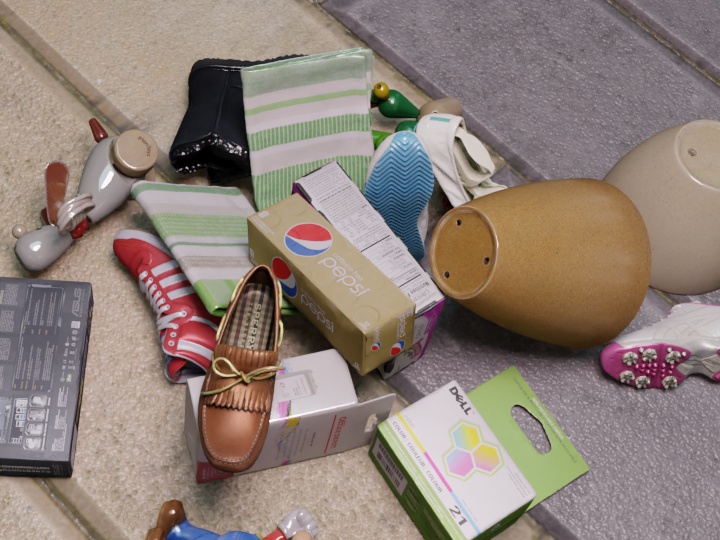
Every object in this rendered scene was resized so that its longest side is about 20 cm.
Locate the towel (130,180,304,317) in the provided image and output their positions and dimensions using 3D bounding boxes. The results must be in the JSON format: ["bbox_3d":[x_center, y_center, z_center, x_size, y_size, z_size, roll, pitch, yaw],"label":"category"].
[{"bbox_3d":[-0.148,-0.021,1.218,0.148,0.031,0.201,1,42,-43],"label":"towel"}]

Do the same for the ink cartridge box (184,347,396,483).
[{"bbox_3d":[-0.072,0.142,1.140,0.198,0.117,0.068,-10,61,-16],"label":"ink cartridge box"}]

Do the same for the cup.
[{"bbox_3d":[0.393,-0.094,1.345,0.198,0.144,0.202,5,59,-8],"label":"cup"}]

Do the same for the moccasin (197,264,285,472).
[{"bbox_3d":[-0.105,0.088,1.051,0.073,0.078,0.203,15,57,0],"label":"moccasin"}]

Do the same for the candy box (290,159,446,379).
[{"bbox_3d":[0.000,0.000,1.224,0.061,0.137,0.201,-29,69,-23],"label":"candy box"}]

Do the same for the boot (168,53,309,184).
[{"bbox_3d":[-0.117,-0.173,1.329,0.197,0.077,0.169,2,49,-1],"label":"boot"}]

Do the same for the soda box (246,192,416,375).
[{"bbox_3d":[-0.032,0.011,1.141,0.067,0.064,0.200,-27,52,-27],"label":"soda box"}]

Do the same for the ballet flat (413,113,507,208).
[{"bbox_3d":[0.129,-0.094,1.276,0.069,0.201,0.070,-24,34,18],"label":"ballet flat"}]

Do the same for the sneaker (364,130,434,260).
[{"bbox_3d":[0.041,-0.091,1.249,0.075,0.201,0.082,0,57,-1],"label":"sneaker"}]

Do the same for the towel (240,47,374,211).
[{"bbox_3d":[-0.052,-0.142,1.272,0.151,0.202,0.023,-14,35,-17],"label":"towel"}]

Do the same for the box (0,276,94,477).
[{"bbox_3d":[-0.359,0.104,1.150,0.156,0.051,0.202,4,60,-8],"label":"box"}]

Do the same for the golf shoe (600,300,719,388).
[{"bbox_3d":[0.357,0.080,1.287,0.197,0.076,0.092,-1,44,-13],"label":"golf shoe"}]

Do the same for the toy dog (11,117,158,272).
[{"bbox_3d":[-0.307,-0.096,1.241,0.096,0.132,0.200,43,43,3],"label":"toy dog"}]

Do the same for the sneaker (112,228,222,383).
[{"bbox_3d":[-0.205,0.042,1.203,0.199,0.071,0.113,31,62,14],"label":"sneaker"}]

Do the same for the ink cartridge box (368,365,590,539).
[{"bbox_3d":[0.130,0.184,1.173,0.199,0.076,0.148,-28,68,-22],"label":"ink cartridge box"}]

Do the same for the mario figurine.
[{"bbox_3d":[-0.099,0.261,1.072,0.198,0.106,0.124,15,56,1],"label":"mario figurine"}]

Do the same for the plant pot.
[{"bbox_3d":[0.172,-0.011,1.188,0.199,0.186,0.188,3,53,-44],"label":"plant pot"}]

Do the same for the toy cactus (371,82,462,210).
[{"bbox_3d":[0.069,-0.161,1.373,0.199,0.103,0.165,38,42,15],"label":"toy cactus"}]
